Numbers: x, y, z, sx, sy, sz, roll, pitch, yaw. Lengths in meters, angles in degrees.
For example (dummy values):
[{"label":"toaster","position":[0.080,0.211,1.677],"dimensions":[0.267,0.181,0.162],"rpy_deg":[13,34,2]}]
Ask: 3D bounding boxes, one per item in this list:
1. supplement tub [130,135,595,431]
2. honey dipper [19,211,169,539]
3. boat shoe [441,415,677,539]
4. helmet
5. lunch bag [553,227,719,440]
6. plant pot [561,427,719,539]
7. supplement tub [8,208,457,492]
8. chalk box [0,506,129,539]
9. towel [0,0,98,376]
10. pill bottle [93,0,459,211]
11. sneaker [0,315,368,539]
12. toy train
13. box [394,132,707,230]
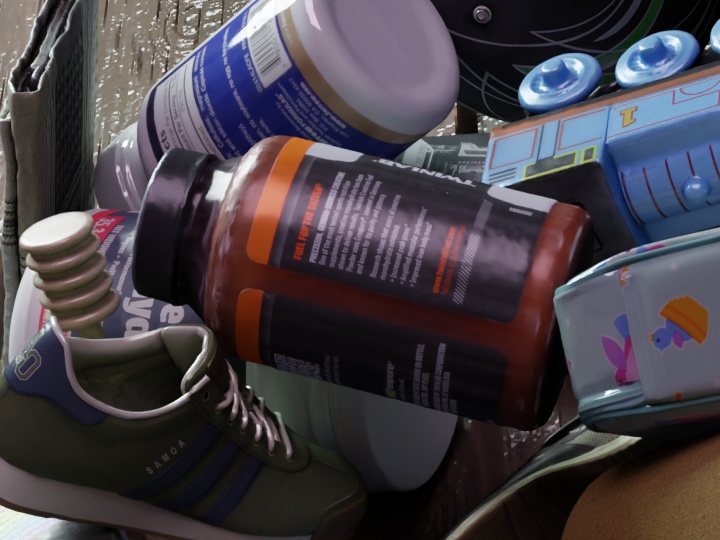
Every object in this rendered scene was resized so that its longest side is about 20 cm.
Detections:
[{"label":"supplement tub","position":[0.000,0.000,1.347],"dimensions":[0.199,0.107,0.107],"rpy_deg":[14,41,9]},{"label":"honey dipper","position":[-0.116,0.068,1.425],"dimensions":[0.038,0.201,0.038],"rpy_deg":[-14,24,6]},{"label":"boat shoe","position":[0.116,0.103,1.398],"dimensions":[0.199,0.073,0.065],"rpy_deg":[-29,15,-9]},{"label":"helmet","position":[0.110,-0.174,1.677],"dimensions":[0.200,0.200,0.191],"rpy_deg":[37,100,50]},{"label":"lunch bag","position":[0.196,0.022,1.280],"dimensions":[0.199,0.077,0.160],"rpy_deg":[-13,-11,21]},{"label":"plant pot","position":[0.184,0.136,1.244],"dimensions":[0.186,0.187,0.200],"rpy_deg":[-40,25,-30]},{"label":"supplement tub","position":[-0.062,0.042,1.488],"dimensions":[0.199,0.141,0.141],"rpy_deg":[3,38,25]},{"label":"chalk box","position":[-0.167,0.149,1.401],"dimensions":[0.124,0.124,0.200],"rpy_deg":[-20,33,-4]},{"label":"towel","position":[-0.171,-0.046,1.586],"dimensions":[0.034,0.201,0.193],"rpy_deg":[6,26,3]},{"label":"pill bottle","position":[-0.050,-0.081,1.618],"dimensions":[0.200,0.116,0.116],"rpy_deg":[-36,20,36]},{"label":"sneaker","position":[-0.073,0.069,1.331],"dimensions":[0.199,0.090,0.067],"rpy_deg":[10,26,-29]},{"label":"toy train","position":[0.157,-0.064,1.493],"dimensions":[0.199,0.087,0.114],"rpy_deg":[-15,35,21]},{"label":"box","position":[0.084,-0.012,1.585],"dimensions":[0.199,0.050,0.158],"rpy_deg":[-2,37,22]}]
